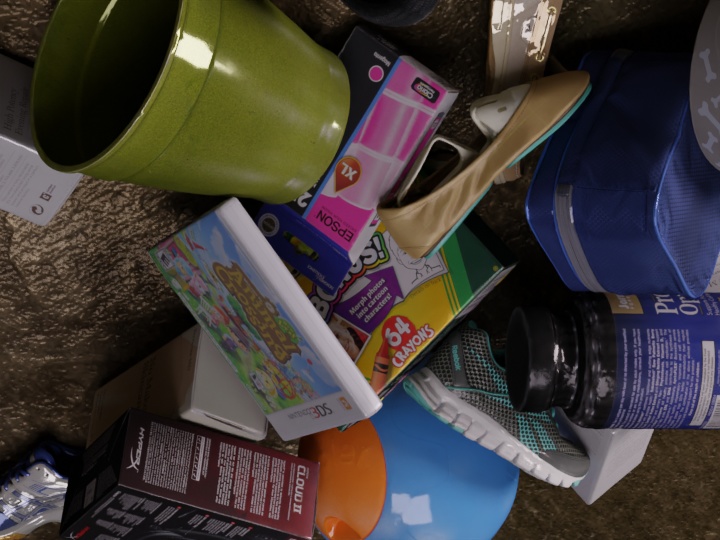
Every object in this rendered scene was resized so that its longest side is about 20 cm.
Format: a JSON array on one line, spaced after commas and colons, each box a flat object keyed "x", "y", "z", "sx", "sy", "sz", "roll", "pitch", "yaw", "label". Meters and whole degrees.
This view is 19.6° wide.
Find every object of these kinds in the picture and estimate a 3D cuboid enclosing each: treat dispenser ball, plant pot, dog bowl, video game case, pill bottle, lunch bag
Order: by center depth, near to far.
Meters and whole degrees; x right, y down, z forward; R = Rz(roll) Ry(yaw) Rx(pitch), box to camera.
[{"x": -0.118, "y": -0.139, "z": 1.593, "sx": 0.192, "sy": 0.201, "sz": 0.200, "roll": 22, "pitch": 129, "yaw": -36, "label": "plant pot"}, {"x": 0.322, "y": -0.155, "z": 1.599, "sx": 0.058, "sy": 0.200, "sz": 0.200, "roll": 15, "pitch": 147, "yaw": 40, "label": "dog bowl"}, {"x": 0.215, "y": -0.084, "z": 1.646, "sx": 0.132, "sy": 0.201, "sz": 0.136, "roll": 4, "pitch": 144, "yaw": 32, "label": "lunch bag"}, {"x": -0.081, "y": 0.044, "z": 1.674, "sx": 0.200, "sy": 0.022, "sz": 0.182, "roll": 55, "pitch": 155, "yaw": -5, "label": "video game case"}, {"x": 0.222, "y": 0.072, "z": 1.682, "sx": 0.199, "sy": 0.112, "sz": 0.112, "roll": 1, "pitch": 133, "yaw": -10, "label": "pill bottle"}, {"x": 0.043, "y": 0.171, "z": 1.861, "sx": 0.200, "sy": 0.201, "sz": 0.202, "roll": -1, "pitch": 133, "yaw": -2, "label": "treat dispenser ball"}]

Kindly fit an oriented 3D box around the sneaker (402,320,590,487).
[{"x": 0.132, "y": 0.112, "z": 1.748, "sx": 0.200, "sy": 0.078, "sz": 0.091, "roll": 33, "pitch": 92, "yaw": -33, "label": "sneaker"}]

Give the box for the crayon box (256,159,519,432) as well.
[{"x": 0.000, "y": 0.000, "z": 1.714, "sx": 0.173, "sy": 0.058, "sz": 0.200, "roll": 47, "pitch": 109, "yaw": 8, "label": "crayon box"}]

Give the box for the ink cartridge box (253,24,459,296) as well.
[{"x": -0.012, "y": -0.086, "z": 1.663, "sx": 0.095, "sy": 0.037, "sz": 0.201, "roll": 36, "pitch": 108, "yaw": 15, "label": "ink cartridge box"}]

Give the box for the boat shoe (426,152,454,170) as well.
[{"x": 0.024, "y": -0.013, "z": 1.776, "sx": 0.071, "sy": 0.076, "sz": 0.200, "roll": 24, "pitch": 127, "yaw": -22, "label": "boat shoe"}]

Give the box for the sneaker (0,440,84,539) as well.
[{"x": -0.310, "y": 0.199, "z": 1.968, "sx": 0.199, "sy": 0.075, "sz": 0.089, "roll": -9, "pitch": 121, "yaw": -3, "label": "sneaker"}]

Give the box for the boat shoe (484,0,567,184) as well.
[{"x": 0.133, "y": -0.151, "z": 1.657, "sx": 0.069, "sy": 0.074, "sz": 0.201, "roll": 2, "pitch": 132, "yaw": 3, "label": "boat shoe"}]

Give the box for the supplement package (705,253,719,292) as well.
[{"x": 0.285, "y": 0.020, "z": 1.796, "sx": 0.113, "sy": 0.110, "sz": 0.200, "roll": -20, "pitch": 130, "yaw": 15, "label": "supplement package"}]

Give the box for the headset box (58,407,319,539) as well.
[{"x": -0.139, "y": 0.201, "z": 1.798, "sx": 0.199, "sy": 0.078, "sz": 0.149, "roll": 17, "pitch": 150, "yaw": -21, "label": "headset box"}]

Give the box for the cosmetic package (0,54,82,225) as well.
[{"x": -0.317, "y": -0.125, "z": 1.632, "sx": 0.199, "sy": 0.102, "sz": 0.074, "roll": 24, "pitch": 126, "yaw": -25, "label": "cosmetic package"}]

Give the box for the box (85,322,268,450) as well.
[{"x": -0.161, "y": 0.125, "z": 1.841, "sx": 0.077, "sy": 0.095, "sz": 0.200, "roll": 22, "pitch": 146, "yaw": -27, "label": "box"}]

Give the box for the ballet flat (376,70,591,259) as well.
[{"x": 0.091, "y": -0.094, "z": 1.609, "sx": 0.063, "sy": 0.069, "sz": 0.200, "roll": 42, "pitch": 100, "yaw": -11, "label": "ballet flat"}]

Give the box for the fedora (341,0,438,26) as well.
[{"x": 0.032, "y": -0.281, "z": 1.507, "sx": 0.091, "sy": 0.201, "sz": 0.201, "roll": -20, "pitch": 143, "yaw": -35, "label": "fedora"}]

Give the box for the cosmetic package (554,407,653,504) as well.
[{"x": 0.203, "y": 0.121, "z": 1.836, "sx": 0.074, "sy": 0.102, "sz": 0.200, "roll": -37, "pitch": 163, "yaw": -14, "label": "cosmetic package"}]
